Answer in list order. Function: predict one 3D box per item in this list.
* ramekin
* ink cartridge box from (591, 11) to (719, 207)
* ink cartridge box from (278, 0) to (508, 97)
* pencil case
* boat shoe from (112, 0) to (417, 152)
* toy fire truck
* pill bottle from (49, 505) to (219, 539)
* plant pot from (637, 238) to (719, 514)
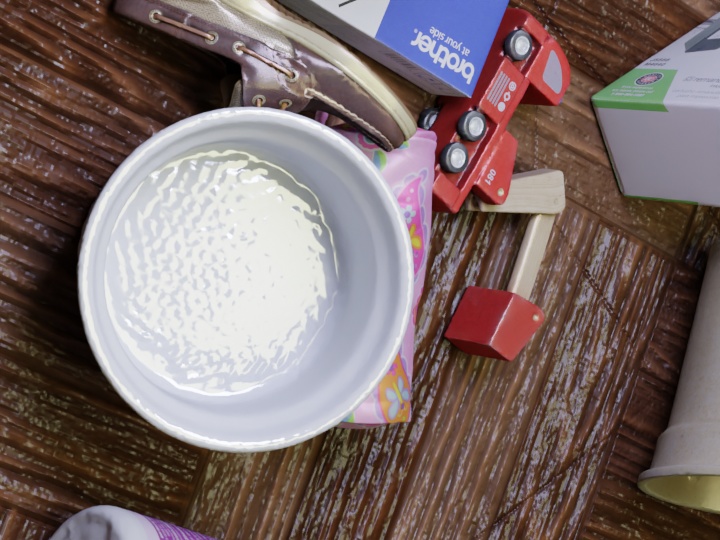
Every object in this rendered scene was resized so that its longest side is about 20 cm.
[{"bbox_3d":[-0.075,0.003,1.577,0.200,0.098,0.201,-1,93,-14],"label":"ramekin"},{"bbox_3d":[0.285,-0.127,1.847,0.200,0.145,0.084,-34,114,-30],"label":"ink cartridge box"},{"bbox_3d":[0.006,-0.194,1.683,0.200,0.044,0.094,28,79,-36],"label":"ink cartridge box"},{"bbox_3d":[0.000,0.000,1.685,0.087,0.087,0.201,3,93,-38],"label":"pencil case"},{"bbox_3d":[-0.060,-0.123,1.607,0.200,0.072,0.072,35,86,-14],"label":"boat shoe"},{"bbox_3d":[0.094,-0.057,1.769,0.141,0.049,0.200,41,70,-35],"label":"toy fire truck"},{"bbox_3d":[-0.097,0.220,1.617,0.200,0.112,0.113,24,81,-38],"label":"pill bottle"},{"bbox_3d":[0.305,0.074,1.878,0.200,0.200,0.184,18,75,-38],"label":"plant pot"}]
